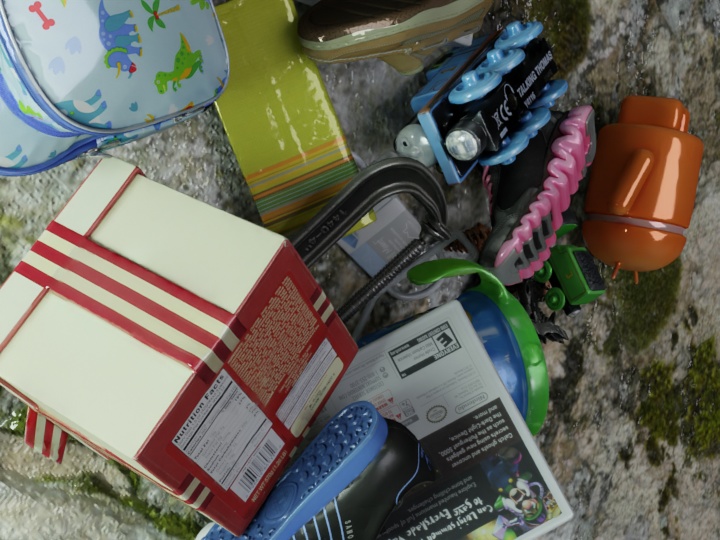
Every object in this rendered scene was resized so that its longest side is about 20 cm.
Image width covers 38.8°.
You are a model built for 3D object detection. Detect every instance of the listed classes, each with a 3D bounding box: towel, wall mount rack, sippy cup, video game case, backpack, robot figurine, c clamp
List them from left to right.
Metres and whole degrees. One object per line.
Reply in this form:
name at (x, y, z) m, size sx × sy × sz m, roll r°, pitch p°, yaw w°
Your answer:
backpack at (-0.192, -0.152, 0.624) m, size 0.200 × 0.147 × 0.183 m, roll -31°, pitch 114°, yaw -31°
towel at (-0.061, -0.113, 0.790) m, size 0.086 × 0.018 × 0.200 m, roll -23°, pitch 103°, yaw -7°
wall mount rack at (-0.001, -0.003, 0.882) m, size 0.174 × 0.075 × 0.200 m, roll -39°, pitch 127°, yaw 8°
c clamp at (0.000, 0.000, 0.823) m, size 0.200 × 0.027 × 0.171 m, roll -47°, pitch 136°, yaw 14°
video game case at (0.027, 0.146, 0.755) m, size 0.200 × 0.023 × 0.182 m, roll -27°, pitch 80°, yaw -5°
sippy cup at (0.065, 0.089, 0.843) m, size 0.130 × 0.140 × 0.178 m, roll -12°, pitch 77°, yaw -20°
robot figurine at (0.304, -0.086, 1.113) m, size 0.116 × 0.144 × 0.200 m, roll 9°, pitch 92°, yaw -10°

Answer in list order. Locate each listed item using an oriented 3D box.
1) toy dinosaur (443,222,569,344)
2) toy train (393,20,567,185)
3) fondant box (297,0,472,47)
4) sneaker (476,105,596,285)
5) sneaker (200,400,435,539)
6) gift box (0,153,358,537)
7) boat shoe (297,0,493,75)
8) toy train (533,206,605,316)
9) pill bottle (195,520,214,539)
toy dinosaur at (0.146, 0.004, 1.021) m, size 0.200 × 0.102 × 0.136 m, roll 12°, pitch 74°, yaw -25°
toy train at (0.103, -0.146, 0.892) m, size 0.087 × 0.114 × 0.200 m, roll 61°, pitch 41°, yaw -21°
fondant box at (0.022, -0.281, 0.857) m, size 0.200 × 0.058 × 0.145 m, roll 8°, pitch 93°, yaw -42°
sneaker at (0.140, -0.074, 0.921) m, size 0.200 × 0.095 × 0.079 m, roll -59°, pitch 154°, yaw -28°
sneaker at (-0.036, 0.180, 0.704) m, size 0.200 × 0.070 × 0.078 m, roll -43°, pitch 117°, yaw 9°
gift box at (-0.135, 0.060, 0.694) m, size 0.185 × 0.187 × 0.200 m, roll -54°, pitch 150°, yaw -22°
boat shoe at (0.036, -0.188, 0.812) m, size 0.200 × 0.072 × 0.076 m, roll -26°, pitch 135°, yaw -31°
toy train at (0.172, -0.052, 0.975) m, size 0.042 × 0.056 × 0.200 m, roll -3°, pitch 65°, yaw -44°
pill bottle at (-0.063, 0.230, 0.832) m, size 0.200 × 0.116 × 0.116 m, roll -36°, pitch 120°, yaw -32°
